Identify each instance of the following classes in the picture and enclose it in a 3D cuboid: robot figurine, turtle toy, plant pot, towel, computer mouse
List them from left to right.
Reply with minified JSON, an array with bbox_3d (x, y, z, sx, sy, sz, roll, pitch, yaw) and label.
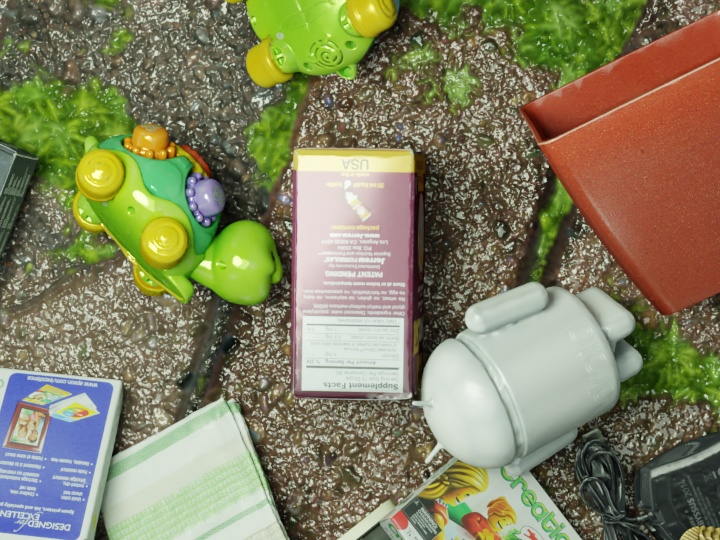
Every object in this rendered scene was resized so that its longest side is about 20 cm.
[{"bbox_3d":[-0.155,-0.042,1.576,0.200,0.146,0.101,46,74,1],"label":"turtle toy"},{"bbox_3d":[-0.135,0.226,1.600,0.148,0.031,0.201,-28,66,9],"label":"towel"},{"bbox_3d":[-0.041,-0.253,1.570,0.145,0.101,0.202,-21,91,32],"label":"turtle toy"},{"bbox_3d":[0.132,0.088,1.548,0.199,0.113,0.171,-27,120,-14],"label":"robot figurine"},{"bbox_3d":[0.259,-0.082,1.517,0.198,0.200,0.177,-25,102,6],"label":"plant pot"},{"bbox_3d":[0.288,0.177,1.586,0.198,0.053,0.140,-17,100,15],"label":"computer mouse"}]

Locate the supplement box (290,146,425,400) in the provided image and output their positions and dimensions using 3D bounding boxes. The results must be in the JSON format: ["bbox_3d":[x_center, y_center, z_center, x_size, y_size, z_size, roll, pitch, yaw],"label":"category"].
[{"bbox_3d":[0.000,0.000,1.564,0.102,0.131,0.202,1,93,5],"label":"supplement box"}]

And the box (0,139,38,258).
[{"bbox_3d":[-0.384,-0.036,1.624,0.159,0.043,0.202,24,95,18],"label":"box"}]

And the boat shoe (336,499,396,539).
[{"bbox_3d":[-0.034,0.279,1.606,0.201,0.074,0.063,-37,81,1],"label":"boat shoe"}]

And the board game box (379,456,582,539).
[{"bbox_3d":[0.125,0.250,1.585,0.126,0.035,0.201,-38,89,-22],"label":"board game box"}]

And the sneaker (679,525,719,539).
[{"bbox_3d":[0.325,0.274,1.574,0.198,0.075,0.090,22,135,-18],"label":"sneaker"}]

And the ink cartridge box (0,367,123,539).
[{"bbox_3d":[-0.313,0.174,1.589,0.195,0.047,0.202,6,56,4],"label":"ink cartridge box"}]

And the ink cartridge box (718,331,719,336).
[{"bbox_3d":[0.334,0.035,1.499,0.094,0.200,0.044,-43,82,6],"label":"ink cartridge box"}]
